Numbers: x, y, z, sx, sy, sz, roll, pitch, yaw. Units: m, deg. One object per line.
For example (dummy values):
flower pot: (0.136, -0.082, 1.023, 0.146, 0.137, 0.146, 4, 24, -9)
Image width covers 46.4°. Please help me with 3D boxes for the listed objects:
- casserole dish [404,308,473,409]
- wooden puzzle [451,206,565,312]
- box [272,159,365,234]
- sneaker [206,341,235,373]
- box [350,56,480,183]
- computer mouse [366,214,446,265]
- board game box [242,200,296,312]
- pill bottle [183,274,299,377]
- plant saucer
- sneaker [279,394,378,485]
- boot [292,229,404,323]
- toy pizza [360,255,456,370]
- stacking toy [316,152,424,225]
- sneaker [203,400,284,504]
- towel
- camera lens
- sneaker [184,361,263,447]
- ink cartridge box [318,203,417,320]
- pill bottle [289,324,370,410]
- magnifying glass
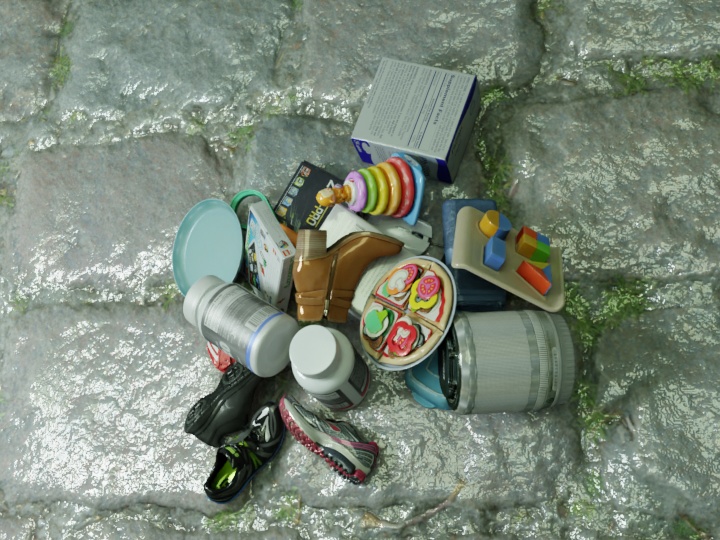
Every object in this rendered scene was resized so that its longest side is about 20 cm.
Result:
casserole dish: (0.155, 0.145, 1.469, 0.120, 0.039, 0.202, 29, 79, 22)
wooden puzzle: (0.256, -0.032, 1.416, 0.196, 0.047, 0.187, 22, 36, -4)
box: (-0.093, -0.090, 1.614, 0.159, 0.049, 0.202, 29, 81, 20)
sneaker: (-0.199, 0.145, 1.552, 0.197, 0.078, 0.118, 15, 83, 31)
box: (0.109, -0.287, 1.604, 0.196, 0.105, 0.187, 16, 74, 20)
computer mouse: (0.093, -0.065, 1.559, 0.196, 0.044, 0.112, 13, 75, 19)
board game box: (-0.168, -0.014, 1.528, 0.034, 0.202, 0.127, -21, 63, -25)
pill bottle: (-0.211, 0.092, 1.465, 0.198, 0.114, 0.115, 28, 79, 31)
plant saucer: (-0.291, -0.036, 1.623, 0.197, 0.027, 0.205, -8, 77, 36)
sneaker: (-0.059, 0.283, 1.456, 0.199, 0.081, 0.075, 37, 65, 10)
boot: (-0.021, 0.011, 1.439, 0.195, 0.074, 0.159, 1, 91, -11)
toy pizza: (0.071, 0.065, 1.380, 0.198, 0.032, 0.204, -23, 51, 32)
stacking toy: (0.009, -0.141, 1.494, 0.196, 0.112, 0.116, -9, 34, -29)
sneaker: (-0.202, 0.320, 1.472, 0.070, 0.083, 0.201, 33, 80, 23)
towel: (0.201, -0.028, 1.497, 0.109, 0.049, 0.205, 3, 71, -15)
camera lens: (0.229, 0.148, 1.360, 0.195, 0.161, 0.164, -2, 68, -6)
sneaker: (-0.225, 0.235, 1.508, 0.200, 0.091, 0.076, -44, 22, 10)
ink cartridge box: (0.000, 0.000, 1.512, 0.198, 0.083, 0.148, 34, 80, 6)
pill bottle: (-0.054, 0.163, 1.427, 0.108, 0.200, 0.113, -5, 67, 12)
magnifying glass: (-0.171, -0.089, 1.599, 0.198, 0.022, 0.080, 33, 84, 23)
